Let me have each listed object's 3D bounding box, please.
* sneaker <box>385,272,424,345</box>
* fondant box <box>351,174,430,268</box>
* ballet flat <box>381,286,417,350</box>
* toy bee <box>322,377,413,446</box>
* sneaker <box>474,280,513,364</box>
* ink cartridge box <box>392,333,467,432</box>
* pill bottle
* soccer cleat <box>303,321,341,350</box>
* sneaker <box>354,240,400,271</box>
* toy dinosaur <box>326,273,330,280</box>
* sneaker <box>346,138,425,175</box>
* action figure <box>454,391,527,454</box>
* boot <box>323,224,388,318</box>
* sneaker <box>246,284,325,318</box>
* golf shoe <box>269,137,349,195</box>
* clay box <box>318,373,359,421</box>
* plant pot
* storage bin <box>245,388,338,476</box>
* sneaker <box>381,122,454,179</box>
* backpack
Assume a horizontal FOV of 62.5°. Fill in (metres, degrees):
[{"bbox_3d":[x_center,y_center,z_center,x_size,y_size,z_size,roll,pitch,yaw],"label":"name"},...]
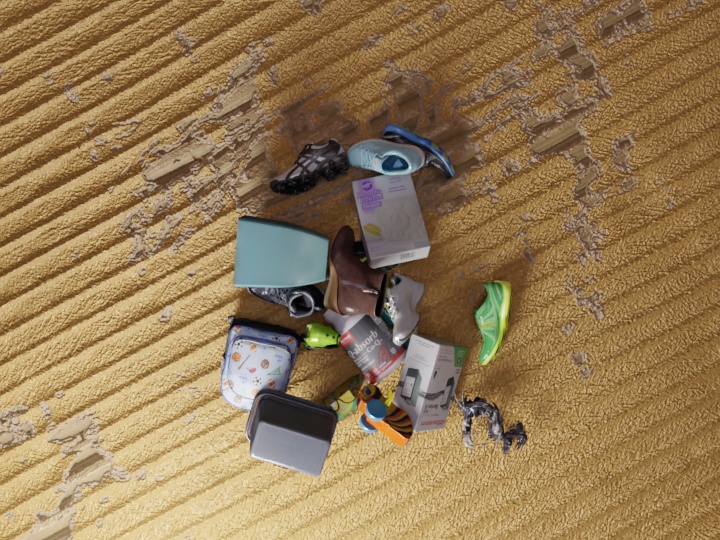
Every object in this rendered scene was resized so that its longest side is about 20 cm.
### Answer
[{"bbox_3d":[0.090,0.088,1.357,0.086,0.202,0.075,28,129,-12],"label":"sneaker"},{"bbox_3d":[0.067,-0.119,1.365,0.140,0.059,0.205,-11,68,-6],"label":"fondant box"},{"bbox_3d":[0.097,0.124,1.416,0.066,0.067,0.202,-35,91,-27],"label":"ballet flat"},{"bbox_3d":[0.034,0.289,1.297,0.199,0.110,0.130,42,133,-10],"label":"toy bee"},{"bbox_3d":[0.311,0.123,1.420,0.082,0.074,0.206,13,95,24],"label":"sneaker"},{"bbox_3d":[0.157,0.260,1.369,0.083,0.144,0.205,17,92,38],"label":"ink cartridge box"},{"bbox_3d":[0.008,0.152,1.383,0.115,0.116,0.201,-40,88,1],"label":"pill bottle"},{"bbox_3d":[-0.086,0.153,1.342,0.079,0.200,0.069,14,82,-3],"label":"soccer cleat"},{"bbox_3d":[0.059,-0.030,1.417,0.194,0.072,0.085,-4,123,-3],"label":"sneaker"},{"bbox_3d":[-0.133,-0.022,1.410,0.199,0.077,0.103,40,103,-6],"label":"toy dinosaur"},{"bbox_3d":[0.045,-0.258,1.357,0.195,0.082,0.076,5,114,27],"label":"sneaker"},{"bbox_3d":[0.294,0.363,1.386,0.198,0.118,0.104,33,58,-16],"label":"action figure"},{"bbox_3d":[0.000,0.000,1.293,0.164,0.072,0.206,2,79,42],"label":"boot"},{"bbox_3d":[-0.175,0.055,1.378,0.195,0.114,0.078,15,97,-2],"label":"sneaker"},{"bbox_3d":[-0.127,-0.246,1.402,0.195,0.078,0.097,-20,75,-2],"label":"golf shoe"},{"bbox_3d":[-0.069,0.327,1.390,0.198,0.115,0.048,-38,93,1],"label":"clay box"},{"bbox_3d":[-0.170,-0.039,1.306,0.194,0.141,0.146,4,97,-6],"label":"plant pot"},{"bbox_3d":[-0.151,0.361,1.260,0.195,0.134,0.149,19,95,-7],"label":"storage bin"},{"bbox_3d":[0.136,-0.273,1.406,0.196,0.071,0.084,28,113,-4],"label":"sneaker"},{"bbox_3d":[-0.237,0.226,1.374,0.194,0.154,0.196,13,102,-4],"label":"backpack"}]
